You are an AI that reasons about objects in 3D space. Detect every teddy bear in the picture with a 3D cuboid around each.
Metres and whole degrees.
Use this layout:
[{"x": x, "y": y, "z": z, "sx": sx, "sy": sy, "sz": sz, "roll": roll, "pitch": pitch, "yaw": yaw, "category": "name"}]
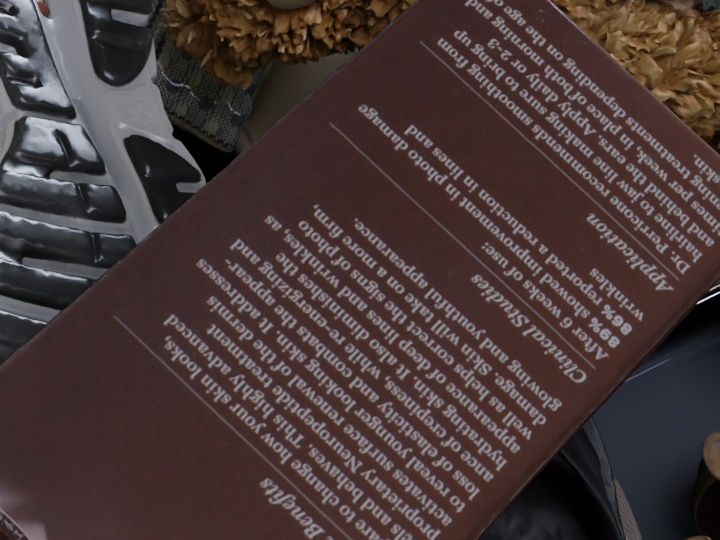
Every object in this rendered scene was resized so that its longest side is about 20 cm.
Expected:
[{"x": 0.041, "y": -0.082, "z": 0.744, "sx": 0.199, "sy": 0.145, "sz": 0.067, "roll": 26, "pitch": 31, "yaw": -5, "category": "teddy bear"}]

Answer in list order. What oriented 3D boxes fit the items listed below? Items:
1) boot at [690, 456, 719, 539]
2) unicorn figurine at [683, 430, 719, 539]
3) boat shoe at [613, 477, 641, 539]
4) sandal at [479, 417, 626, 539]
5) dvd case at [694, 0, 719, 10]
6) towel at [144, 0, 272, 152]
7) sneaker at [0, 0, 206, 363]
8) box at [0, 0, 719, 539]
[{"x": 0.183, "y": 0.034, "z": 0.859, "sx": 0.199, "sy": 0.075, "sz": 0.097, "roll": -7, "pitch": 44, "yaw": -15, "category": "boot"}, {"x": 0.138, "y": 0.109, "z": 0.762, "sx": 0.200, "sy": 0.074, "sz": 0.138, "roll": -38, "pitch": 110, "yaw": -50, "category": "unicorn figurine"}, {"x": 0.039, "y": 0.116, "z": 0.744, "sx": 0.073, "sy": 0.075, "sz": 0.201, "roll": -6, "pitch": 68, "yaw": -24, "category": "boat shoe"}, {"x": 0.039, "y": 0.068, "z": 0.705, "sx": 0.075, "sy": 0.048, "sz": 0.201, "roll": -25, "pitch": 76, "yaw": -13, "category": "sandal"}, {"x": 0.127, "y": -0.078, "z": 0.872, "sx": 0.146, "sy": 0.022, "sz": 0.200, "roll": -34, "pitch": 69, "yaw": -31, "category": "dvd case"}, {"x": -0.083, "y": -0.155, "z": 0.849, "sx": 0.192, "sy": 0.035, "sz": 0.200, "roll": 28, "pitch": 62, "yaw": -5, "category": "towel"}, {"x": -0.085, "y": -0.003, "z": 0.729, "sx": 0.078, "sy": 0.090, "sz": 0.201, "roll": 13, "pitch": 46, "yaw": -29, "category": "sneaker"}, {"x": -0.005, "y": 0.025, "z": 0.638, "sx": 0.100, "sy": 0.075, "sz": 0.200, "roll": 43, "pitch": 56, "yaw": 6, "category": "box"}]
